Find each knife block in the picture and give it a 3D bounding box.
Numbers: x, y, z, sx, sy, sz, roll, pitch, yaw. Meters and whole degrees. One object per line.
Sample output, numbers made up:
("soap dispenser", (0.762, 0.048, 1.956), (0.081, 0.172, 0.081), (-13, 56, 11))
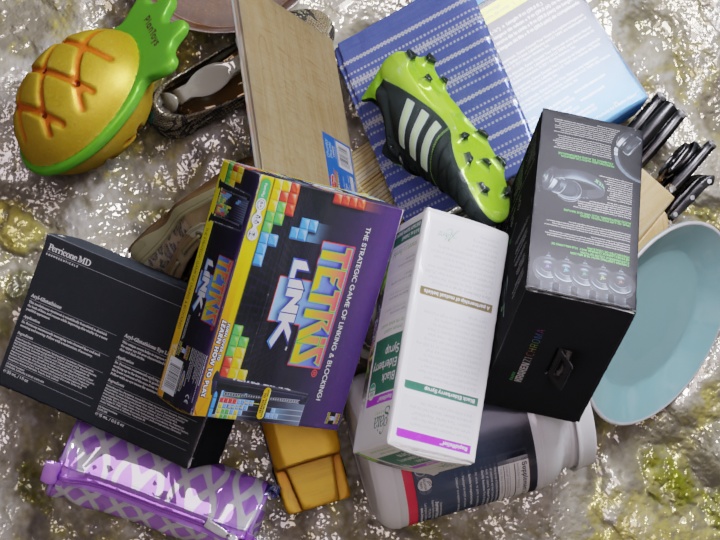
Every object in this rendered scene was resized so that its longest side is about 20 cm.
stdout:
("knife block", (0.229, -0.075, 1.504), (0.198, 0.064, 0.177), (-5, 93, -6))

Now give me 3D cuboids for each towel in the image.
("towel", (0.068, -0.153, 1.472), (0.144, 0.024, 0.201), (-27, 72, 19))

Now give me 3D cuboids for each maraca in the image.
("maraca", (-0.232, -0.166, 1.449), (0.200, 0.107, 0.137), (-41, 47, 12))

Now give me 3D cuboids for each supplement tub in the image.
("supplement tub", (0.095, 0.139, 1.437), (0.199, 0.140, 0.141), (-15, 84, -7))

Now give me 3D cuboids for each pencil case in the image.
("pencil case", (-0.176, 0.196, 1.431), (0.199, 0.086, 0.084), (19, 116, 0))

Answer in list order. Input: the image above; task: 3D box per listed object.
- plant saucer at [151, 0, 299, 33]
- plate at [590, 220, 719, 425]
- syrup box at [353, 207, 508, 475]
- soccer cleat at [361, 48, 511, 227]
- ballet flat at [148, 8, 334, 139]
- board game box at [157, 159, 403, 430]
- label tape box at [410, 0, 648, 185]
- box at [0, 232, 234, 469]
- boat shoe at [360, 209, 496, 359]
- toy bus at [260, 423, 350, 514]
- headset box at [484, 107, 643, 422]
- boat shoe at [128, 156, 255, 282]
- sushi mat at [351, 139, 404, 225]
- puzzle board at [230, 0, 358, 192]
("plant saucer", (-0.128, -0.306, 1.516), (0.199, 0.035, 0.202), (0, 71, 1))
("plate", (0.265, 0.045, 1.468), (0.026, 0.200, 0.200), (31, 77, 42))
("syrup box", (0.058, 0.061, 1.335), (0.081, 0.079, 0.201), (17, 72, -17))
("soccer cleat", (0.066, -0.105, 1.418), (0.081, 0.067, 0.201), (-48, 54, 30))
("ballet flat", (-0.107, -0.186, 1.496), (0.199, 0.075, 0.068), (-30, 85, -9))
("board game box", (-0.064, 0.025, 1.332), (0.165, 0.057, 0.201), (10, 99, -43))
("label tape box", (0.155, -0.201, 1.530), (0.143, 0.066, 0.201), (-31, 81, -9))
("box", (-0.197, 0.068, 1.411), (0.199, 0.079, 0.142), (22, 95, 16))
("boat shoe", (0.068, 0.003, 1.440), (0.072, 0.060, 0.202), (49, 59, -1))
("toy bus", (-0.063, 0.115, 1.456), (0.065, 0.078, 0.201), (-15, 83, -7))
("headset box", (0.164, 0.003, 1.341), (0.092, 0.175, 0.201), (12, 53, -3))
("boat shoe", (-0.133, -0.039, 1.423), (0.073, 0.200, 0.063), (-38, 93, -36))
("sushi mat", (0.009, -0.063, 1.474), (0.096, 0.012, 0.200), (49, 52, 3))
("puzzle board", (-0.058, -0.142, 1.422), (0.017, 0.150, 0.201), (-22, 64, 27))
